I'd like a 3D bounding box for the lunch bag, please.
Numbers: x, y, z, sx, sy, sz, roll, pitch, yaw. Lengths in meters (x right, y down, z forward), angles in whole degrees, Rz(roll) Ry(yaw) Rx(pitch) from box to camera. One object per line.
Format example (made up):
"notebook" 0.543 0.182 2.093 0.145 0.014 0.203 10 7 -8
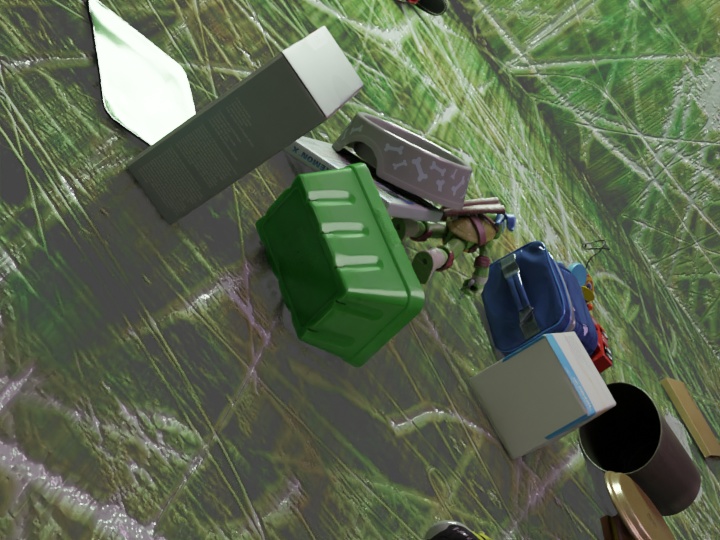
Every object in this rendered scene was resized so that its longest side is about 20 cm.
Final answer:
"lunch bag" 0.267 0.065 1.887 0.132 0.136 0.200 39 27 -39

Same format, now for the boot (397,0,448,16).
"boot" 0.119 -0.626 2.728 0.200 0.073 0.151 45 21 -20

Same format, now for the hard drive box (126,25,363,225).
"hard drive box" -0.110 -0.145 1.213 0.077 0.200 0.156 55 21 -9

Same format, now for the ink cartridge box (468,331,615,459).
"ink cartridge box" 0.262 0.171 1.716 0.126 0.128 0.200 61 20 14

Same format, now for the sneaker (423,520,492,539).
"sneaker" 0.112 0.303 1.255 0.200 0.075 0.077 52 9 -44

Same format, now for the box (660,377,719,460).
"box" 0.759 0.339 2.792 0.163 0.021 0.200 18 42 -60

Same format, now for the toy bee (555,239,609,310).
"toy bee" 0.390 0.034 2.230 0.131 0.199 0.109 -149 -139 -68

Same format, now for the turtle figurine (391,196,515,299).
"turtle figurine" 0.112 -0.024 1.753 0.194 0.200 0.145 -10 89 -48

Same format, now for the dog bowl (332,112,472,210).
"dog bowl" 0.063 -0.153 1.670 0.199 0.059 0.200 25 12 -6

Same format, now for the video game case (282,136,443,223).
"video game case" 0.001 -0.120 1.608 0.182 0.022 0.200 34 12 20

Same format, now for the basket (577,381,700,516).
"basket" 0.461 0.304 1.983 0.200 0.136 0.181 46 16 -36

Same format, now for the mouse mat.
"mouse mat" -0.227 -0.193 1.314 0.161 0.008 0.200 36 29 -44

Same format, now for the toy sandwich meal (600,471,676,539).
"toy sandwich meal" 0.404 0.391 1.806 0.205 0.070 0.205 47 17 -19

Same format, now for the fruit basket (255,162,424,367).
"fruit basket" 0.000 0.000 1.368 0.215 0.156 0.216 28 38 -24

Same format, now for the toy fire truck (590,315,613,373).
"toy fire truck" 0.404 0.120 2.255 0.141 0.049 0.200 49 20 -15
